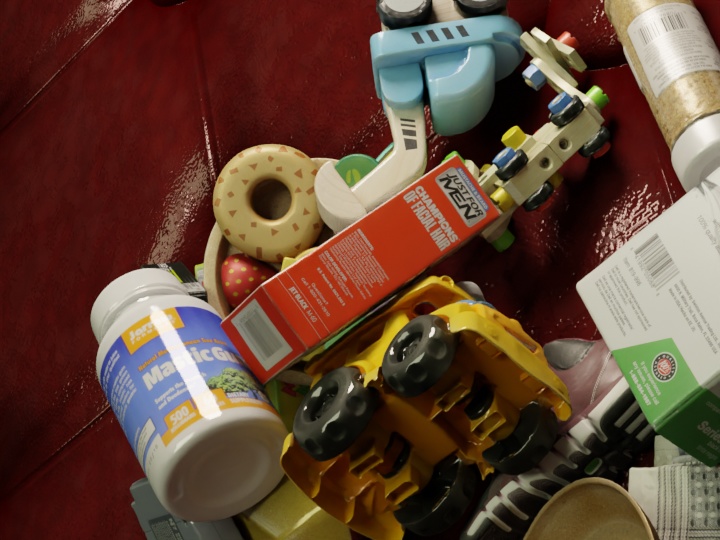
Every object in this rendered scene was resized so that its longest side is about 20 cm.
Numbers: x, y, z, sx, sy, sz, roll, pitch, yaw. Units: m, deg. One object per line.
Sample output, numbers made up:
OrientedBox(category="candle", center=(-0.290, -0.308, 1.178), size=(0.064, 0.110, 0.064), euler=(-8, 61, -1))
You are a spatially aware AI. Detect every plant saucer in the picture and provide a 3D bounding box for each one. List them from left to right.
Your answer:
OrientedBox(category="plant saucer", center=(-0.067, 0.238, 1.547), size=(0.200, 0.048, 0.201), euler=(25, 135, 53))
OrientedBox(category="plant saucer", center=(0.162, 0.245, 1.330), size=(0.200, 0.035, 0.201), euler=(-39, 45, 53))

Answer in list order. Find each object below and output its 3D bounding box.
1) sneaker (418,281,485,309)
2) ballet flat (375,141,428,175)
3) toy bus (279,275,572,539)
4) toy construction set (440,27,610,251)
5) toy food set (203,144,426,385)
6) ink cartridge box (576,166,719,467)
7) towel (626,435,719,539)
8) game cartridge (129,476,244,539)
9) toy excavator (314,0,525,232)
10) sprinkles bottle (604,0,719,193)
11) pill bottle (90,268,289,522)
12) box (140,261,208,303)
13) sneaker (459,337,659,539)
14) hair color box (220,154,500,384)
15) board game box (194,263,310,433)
OrientedBox(category="sneaker", center=(0.060, 0.113, 1.547), size=(0.118, 0.074, 0.201), euler=(41, 97, 37))
OrientedBox(category="ballet flat", center=(0.009, -0.029, 1.690), size=(0.200, 0.067, 0.067), euler=(-50, 61, 26))
OrientedBox(category="toy bus", center=(0.051, 0.075, 1.433), size=(0.200, 0.136, 0.192), euler=(-38, 26, 28))
OrientedBox(category="toy construction set", center=(0.132, -0.099, 1.554), size=(0.200, 0.092, 0.131), euler=(-58, 12, 0))
OrientedBox(category="toy food set", center=(-0.037, -0.003, 1.624), size=(0.197, 0.049, 0.201), euler=(10, 85, 10))
OrientedBox(category="ink cartridge box", center=(0.266, 0.011, 1.305), size=(0.200, 0.083, 0.147), euler=(-41, 43, 18))
OrientedBox(category="towel", center=(0.254, 0.194, 1.289), size=(0.192, 0.034, 0.201), euler=(-12, 62, 48))
OrientedBox(category="game cartridge", center=(-0.117, 0.252, 1.559), size=(0.133, 0.041, 0.201), euler=(-27, 89, 60))
OrientedBox(category="toy excavator", center=(0.048, -0.139, 1.597), size=(0.194, 0.100, 0.201), euler=(-9, 65, -1))
OrientedBox(category="sprinkles bottle", center=(0.243, -0.144, 1.447), size=(0.068, 0.068, 0.201), euler=(-43, 43, 29))
OrientedBox(category="pill bottle", center=(-0.141, 0.090, 1.507), size=(0.112, 0.112, 0.200), euler=(-52, 46, 19))
OrientedBox(category="box", center=(-0.163, 0.101, 1.711), size=(0.200, 0.047, 0.194), euler=(-149, 54, -76))
OrientedBox(category="sneaker", center=(0.141, 0.126, 1.442), size=(0.200, 0.076, 0.116), euler=(-44, 37, 12))
OrientedBox(category="hair color box", center=(0.000, 0.000, 1.471), size=(0.200, 0.064, 0.111), euler=(-36, -2, -27))
OrientedBox(category="board game box", center=(-0.091, 0.085, 1.696), size=(0.101, 0.047, 0.201), euler=(-16, 75, 44))
